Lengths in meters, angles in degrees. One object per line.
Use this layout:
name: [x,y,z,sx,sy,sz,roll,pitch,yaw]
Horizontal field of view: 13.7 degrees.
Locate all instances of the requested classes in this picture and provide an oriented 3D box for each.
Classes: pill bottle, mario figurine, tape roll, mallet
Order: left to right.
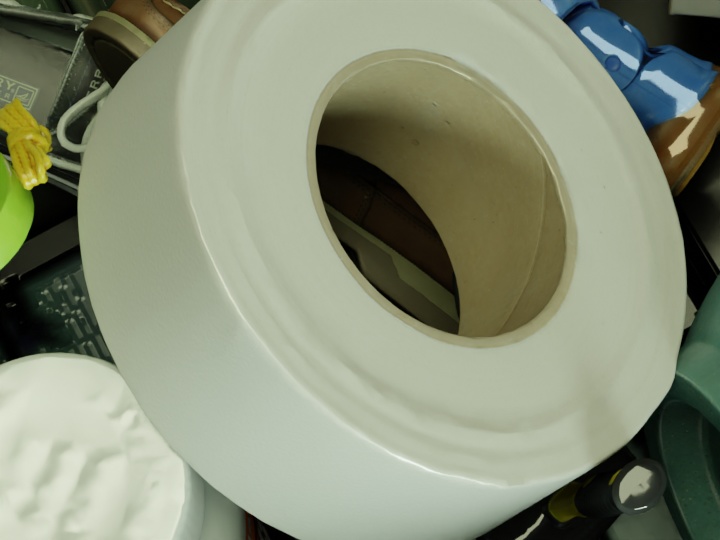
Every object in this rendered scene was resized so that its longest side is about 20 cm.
pill bottle: [-0.089,0.099,1.042,0.109,0.200,0.110,-1,72,4]
tape roll: [0.009,-0.012,0.986,0.202,0.071,0.203,16,58,-28]
mario figurine: [0.041,-0.091,1.137,0.200,0.123,0.106,36,64,0]
mallet: [0.087,0.072,1.040,0.041,0.200,0.066,45,75,1]

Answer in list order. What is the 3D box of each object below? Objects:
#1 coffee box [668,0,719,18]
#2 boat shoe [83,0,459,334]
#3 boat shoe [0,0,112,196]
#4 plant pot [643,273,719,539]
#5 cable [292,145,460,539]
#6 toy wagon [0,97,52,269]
coffee box: [0.220,-0.153,1.140,0.199,0.080,0.113,5,46,6]
boat shoe: [-0.014,-0.048,1.123,0.200,0.072,0.068,41,78,-22]
boat shoe: [-0.099,-0.067,1.166,0.199,0.068,0.074,22,76,9]
plant pot: [0.180,0.059,1.020,0.134,0.200,0.201,-24,71,-14]
cable: [0.000,0.000,1.052,0.163,0.051,0.200,-43,105,-31]
toy wagon: [-0.178,0.017,0.980,0.200,0.040,0.155,-32,47,6]
